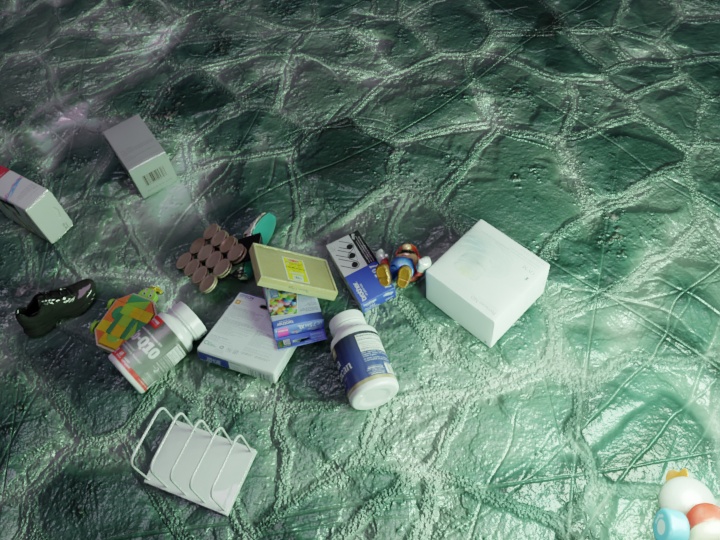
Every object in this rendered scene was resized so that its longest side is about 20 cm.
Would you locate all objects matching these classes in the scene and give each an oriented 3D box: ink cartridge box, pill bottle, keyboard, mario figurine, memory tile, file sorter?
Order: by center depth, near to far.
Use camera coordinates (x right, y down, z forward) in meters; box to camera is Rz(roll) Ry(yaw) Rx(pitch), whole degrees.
[{"bbox_3d":[-0.338,0.377,1.279,0.198,0.125,0.140,14,58,16],"label":"file sorter"},{"bbox_3d":[-0.001,0.188,1.375,0.110,0.112,0.201,-19,55,-6],"label":"pill bottle"},{"bbox_3d":[-0.457,0.170,1.440,0.113,0.114,0.200,36,66,27],"label":"pill bottle"},{"bbox_3d":[-0.240,0.150,1.464,0.194,0.044,0.201,15,43,16],"label":"ink cartridge box"},{"bbox_3d":[0.095,-0.025,1.469,0.123,0.200,0.106,39,109,5],"label":"mario figurine"},{"bbox_3d":[-0.155,0.090,1.473,0.118,0.042,0.201,-10,45,-12],"label":"ink cartridge box"},{"bbox_3d":[0.000,0.000,1.544,0.093,0.044,0.201,-26,57,-9],"label":"ink cartridge box"},{"bbox_3d":[-0.324,-0.018,1.557,0.198,0.021,0.128,-16,49,27],"label":"keyboard"},{"bbox_3d":[-0.372,-0.033,1.577,0.154,0.017,0.199,-49,43,-7],"label":"memory tile"},{"bbox_3d":[-0.901,-0.178,1.712,0.199,0.148,0.086,26,62,23],"label":"ink cartridge box"}]

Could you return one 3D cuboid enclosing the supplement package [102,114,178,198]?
[{"bbox_3d":[-0.623,-0.324,1.797,0.116,0.118,0.200,-32,58,-14],"label":"supplement package"}]

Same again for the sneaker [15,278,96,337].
[{"bbox_3d":[-0.744,0.080,1.551,0.199,0.091,0.076,-38,58,-20],"label":"sneaker"}]

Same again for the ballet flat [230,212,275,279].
[{"bbox_3d":[-0.282,-0.067,1.612,0.071,0.072,0.202,12,60,15],"label":"ballet flat"}]

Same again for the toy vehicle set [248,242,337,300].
[{"bbox_3d":[-0.157,0.003,1.490,0.198,0.027,0.125,13,34,-28],"label":"toy vehicle set"}]

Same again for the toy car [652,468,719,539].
[{"bbox_3d":[0.581,0.450,1.127,0.182,0.179,0.201,13,28,0],"label":"toy car"}]

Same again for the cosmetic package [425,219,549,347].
[{"bbox_3d":[0.285,0.026,1.446,0.199,0.123,0.200,38,69,27],"label":"cosmetic package"}]

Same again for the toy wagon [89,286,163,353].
[{"bbox_3d":[-0.553,0.112,1.537,0.154,0.040,0.201,17,60,17],"label":"toy wagon"}]
